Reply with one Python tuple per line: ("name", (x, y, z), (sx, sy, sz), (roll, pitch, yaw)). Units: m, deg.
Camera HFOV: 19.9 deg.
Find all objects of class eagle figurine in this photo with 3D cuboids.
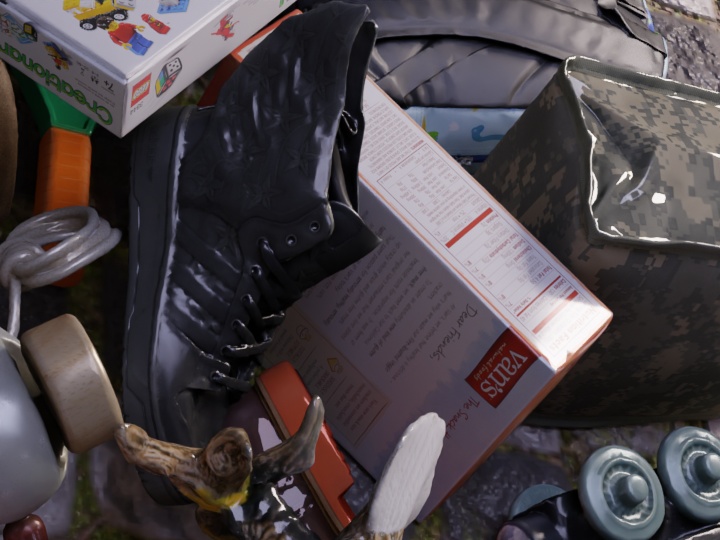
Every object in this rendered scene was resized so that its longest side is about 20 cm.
("eagle figurine", (-0.019, 0.160, 0.769), (0.151, 0.151, 0.201), (-4, 58, -41))

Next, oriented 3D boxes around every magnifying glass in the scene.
("magnifying glass", (-0.141, -0.078, 0.989), (0.079, 0.022, 0.201), (14, 49, -20))

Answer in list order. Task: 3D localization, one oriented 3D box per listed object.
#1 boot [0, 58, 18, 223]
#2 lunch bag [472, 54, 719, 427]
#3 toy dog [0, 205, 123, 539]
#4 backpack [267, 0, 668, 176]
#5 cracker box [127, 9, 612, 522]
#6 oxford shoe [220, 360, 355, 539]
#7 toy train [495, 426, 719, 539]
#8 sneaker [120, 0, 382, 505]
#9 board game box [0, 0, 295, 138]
("boot", (-0.193, -0.104, 0.884), (0.075, 0.201, 0.073), (-11, 17, -31))
("lunch bag", (0.151, -0.002, 0.995), (0.199, 0.164, 0.118), (10, 54, -23))
("toy dog", (-0.150, 0.058, 0.799), (0.131, 0.097, 0.200), (-13, 21, 2))
("backpack", (0.056, -0.108, 1.052), (0.199, 0.154, 0.164), (-8, 51, -8))
("cracker box", (0.000, 0.000, 0.929), (0.200, 0.134, 0.058), (45, 46, 8))
("oxford shoe", (-0.017, 0.142, 0.872), (0.072, 0.071, 0.201), (-26, 76, -4))
("toy train", (0.153, 0.135, 0.954), (0.199, 0.085, 0.115), (-10, 73, -37))
("sneaker", (-0.040, -0.006, 0.841), (0.104, 0.060, 0.201), (-4, 80, 13))
("board game box", (-0.084, -0.148, 0.866), (0.126, 0.035, 0.200), (34, 50, 17))
